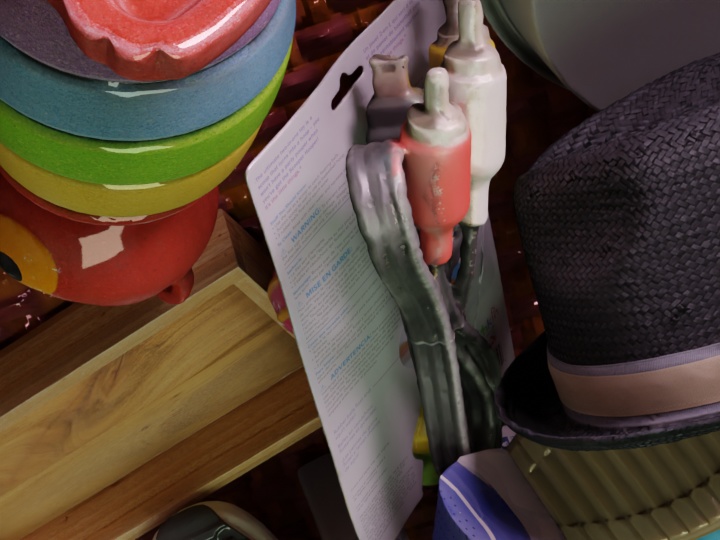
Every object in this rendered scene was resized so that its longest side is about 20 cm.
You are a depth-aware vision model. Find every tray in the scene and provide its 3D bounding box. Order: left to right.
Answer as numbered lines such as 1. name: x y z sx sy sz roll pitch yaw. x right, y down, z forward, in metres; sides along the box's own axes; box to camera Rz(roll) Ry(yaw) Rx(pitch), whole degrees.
1. tray: -0.105 0.062 0.882 0.200 0.037 0.099 -32 136 13

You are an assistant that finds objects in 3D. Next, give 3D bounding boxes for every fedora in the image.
1. fedora: 0.124 -0.020 0.762 0.201 0.201 0.092 -24 103 5

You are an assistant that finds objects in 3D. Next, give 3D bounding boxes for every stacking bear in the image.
1. stacking bear: -0.079 -0.061 0.713 0.114 0.121 0.200 -46 163 -31

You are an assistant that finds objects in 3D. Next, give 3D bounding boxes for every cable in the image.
1. cable: 0.034 0.005 0.772 0.050 0.097 0.200 -3 123 15

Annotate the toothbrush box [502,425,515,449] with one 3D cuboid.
1. toothbrush box: 0.144 0.129 1.001 0.200 0.085 0.146 -10 136 -8

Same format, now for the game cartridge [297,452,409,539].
1. game cartridge: 0.025 0.175 0.966 0.042 0.133 0.200 -19 128 0

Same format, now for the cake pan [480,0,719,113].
1. cake pan: 0.136 -0.122 0.773 0.200 0.037 0.200 -10 137 -10

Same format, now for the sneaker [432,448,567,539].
1. sneaker: 0.027 0.171 0.828 0.115 0.081 0.199 -16 128 -16

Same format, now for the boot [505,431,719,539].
1. boot: 0.157 0.044 0.885 0.200 0.072 0.166 -29 175 18

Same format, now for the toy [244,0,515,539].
1. toy: 0.000 0.000 0.822 0.047 0.115 0.200 13 139 32

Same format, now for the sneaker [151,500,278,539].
1. sneaker: -0.042 0.157 0.965 0.070 0.093 0.200 -26 126 3

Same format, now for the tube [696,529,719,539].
1. tube: 0.156 0.084 0.912 0.200 0.077 0.050 -30 126 -24
